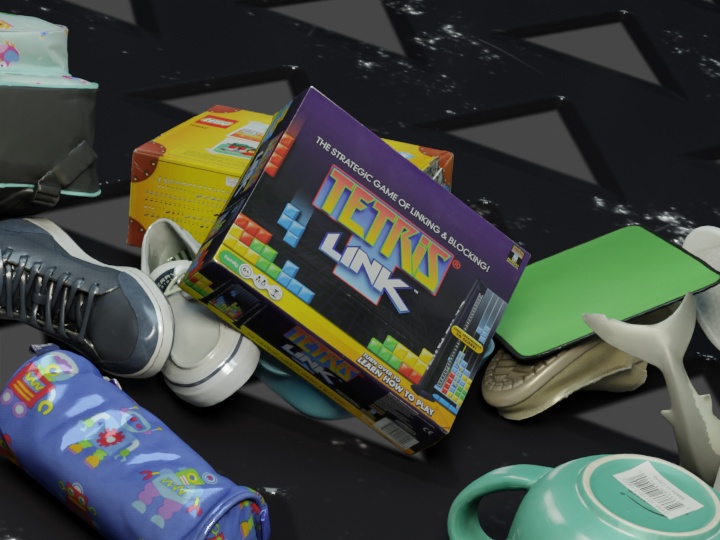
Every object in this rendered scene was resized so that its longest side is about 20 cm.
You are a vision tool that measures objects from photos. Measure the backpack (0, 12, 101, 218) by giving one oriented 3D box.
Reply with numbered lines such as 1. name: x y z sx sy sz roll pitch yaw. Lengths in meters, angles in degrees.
1. backpack: -0.298 -0.109 1.823 0.176 0.154 0.200 -5 -2 -35

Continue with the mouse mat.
1. mouse mat: 0.163 0.014 1.858 0.161 0.008 0.200 -22 17 -8

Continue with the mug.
1. mug: 0.148 0.179 1.557 0.185 0.115 0.152 12 28 -3

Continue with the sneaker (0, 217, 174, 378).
1. sneaker: -0.229 0.019 1.712 0.146 0.077 0.202 2 18 -43

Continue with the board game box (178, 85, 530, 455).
1. board game box: 0.000 0.000 1.722 0.200 0.057 0.165 36 55 -14

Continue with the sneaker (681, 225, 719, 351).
1. sneaker: 0.318 0.041 1.897 0.200 0.071 0.099 48 28 5

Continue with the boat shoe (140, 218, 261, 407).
1. boat shoe: -0.123 0.026 1.751 0.067 0.074 0.200 50 3 -25

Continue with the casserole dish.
1. casserole dish: 0.001 0.058 1.800 0.200 0.039 0.121 -11 36 -40

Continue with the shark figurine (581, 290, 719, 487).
1. shark figurine: 0.217 0.115 1.726 0.089 0.214 0.128 -18 55 21

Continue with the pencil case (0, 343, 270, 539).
1. pencil case: -0.140 0.124 1.570 0.200 0.078 0.087 34 56 32

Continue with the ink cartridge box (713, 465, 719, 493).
1. ink cartridge box: 0.315 0.142 1.611 0.145 0.200 0.145 8 26 -12

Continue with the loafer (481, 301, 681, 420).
1. loafer: 0.169 0.061 1.834 0.200 0.068 0.076 -31 19 -35

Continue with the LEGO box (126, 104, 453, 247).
1. LEGO box: -0.051 -0.054 1.895 0.200 0.077 0.149 12 21 19
